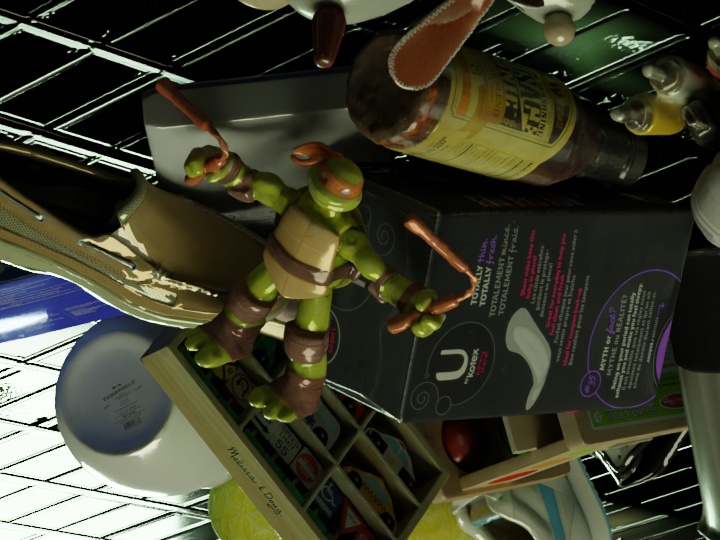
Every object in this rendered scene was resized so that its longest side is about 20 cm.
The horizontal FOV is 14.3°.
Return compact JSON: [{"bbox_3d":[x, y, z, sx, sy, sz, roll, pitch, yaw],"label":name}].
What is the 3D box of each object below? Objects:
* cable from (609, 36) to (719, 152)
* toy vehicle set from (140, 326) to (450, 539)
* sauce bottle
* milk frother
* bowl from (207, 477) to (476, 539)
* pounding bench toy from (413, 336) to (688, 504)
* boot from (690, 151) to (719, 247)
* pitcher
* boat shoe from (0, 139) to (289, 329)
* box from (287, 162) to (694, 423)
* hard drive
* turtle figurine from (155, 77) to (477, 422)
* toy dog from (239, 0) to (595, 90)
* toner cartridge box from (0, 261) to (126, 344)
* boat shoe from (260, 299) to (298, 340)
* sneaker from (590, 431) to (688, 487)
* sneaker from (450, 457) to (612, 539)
[{"bbox_3d":[0.214,-0.094,1.606,0.097,0.050,0.200,-33,164,19],"label":"cable"},{"bbox_3d":[-0.037,0.089,1.728,0.026,0.124,0.200,-24,111,41],"label":"toy vehicle set"},{"bbox_3d":[0.079,-0.081,1.540,0.066,0.066,0.200,-23,158,38],"label":"sauce bottle"},{"bbox_3d":[0.252,0.066,1.653,0.180,0.189,0.200,-7,-167,27],"label":"milk frother"},{"bbox_3d":[-0.001,0.129,1.976,0.199,0.200,0.108,0,120,-17],"label":"bowl"},{"bbox_3d":[0.136,0.063,1.845,0.199,0.125,0.156,-7,166,-44],"label":"pounding bench toy"},{"bbox_3d":[0.279,-0.073,1.564,0.199,0.074,0.096,-22,160,-18],"label":"boot"},{"bbox_3d":[-0.099,0.075,1.859,0.171,0.122,0.200,-33,164,12],"label":"pitcher"},{"bbox_3d":[-0.127,-0.023,1.580,0.199,0.072,0.076,14,145,-11],"label":"boat shoe"},{"bbox_3d":[0.073,0.009,1.605,0.199,0.123,0.106,-1,-163,-41],"label":"box"},{"bbox_3d":[-0.049,-0.059,1.613,0.131,0.025,0.200,-6,160,-1],"label":"hard drive"},{"bbox_3d":[-0.038,-0.010,1.520,0.200,0.064,0.162,31,125,8],"label":"turtle figurine"},{"bbox_3d":[0.032,-0.130,1.341,0.199,0.097,0.132,0,159,-16],"label":"toy dog"},{"bbox_3d":[-0.224,0.010,1.722,0.199,0.043,0.095,-13,158,18],"label":"toner cartridge box"},{"bbox_3d":[0.000,0.000,1.677,0.199,0.072,0.072,11,125,-22],"label":"boat shoe"},{"bbox_3d":[0.142,0.096,1.956,0.200,0.116,0.076,-18,157,30],"label":"sneaker"},{"bbox_3d":[0.094,0.126,1.924,0.081,0.201,0.076,-33,-176,-40],"label":"sneaker"}]
